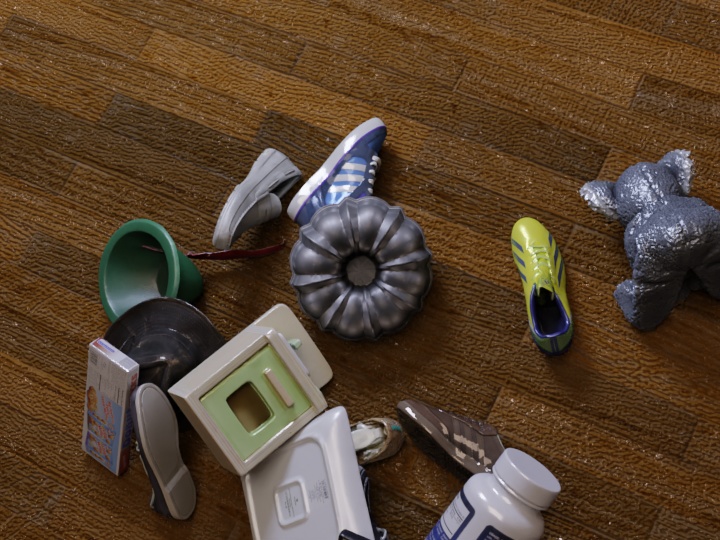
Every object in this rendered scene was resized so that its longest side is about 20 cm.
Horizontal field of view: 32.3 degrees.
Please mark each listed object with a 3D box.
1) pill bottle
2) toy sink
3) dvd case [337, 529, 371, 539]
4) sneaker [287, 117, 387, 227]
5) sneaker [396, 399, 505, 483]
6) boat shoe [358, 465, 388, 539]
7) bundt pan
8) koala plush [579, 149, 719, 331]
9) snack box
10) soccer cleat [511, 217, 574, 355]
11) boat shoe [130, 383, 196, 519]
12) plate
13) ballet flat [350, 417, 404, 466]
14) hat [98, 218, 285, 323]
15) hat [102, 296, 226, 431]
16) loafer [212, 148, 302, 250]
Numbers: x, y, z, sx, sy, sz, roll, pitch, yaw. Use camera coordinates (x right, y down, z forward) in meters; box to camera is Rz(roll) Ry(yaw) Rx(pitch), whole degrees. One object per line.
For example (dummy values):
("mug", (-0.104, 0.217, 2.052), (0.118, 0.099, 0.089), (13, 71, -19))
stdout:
("pill bottle", (0.153, 0.318, 1.505), (0.111, 0.111, 0.200), (40, 106, 23))
("toy sink", (-0.126, 0.150, 1.620), (0.200, 0.112, 0.131), (-37, 102, -18))
("dvd case", (0.024, 0.418, 1.504), (0.142, 0.201, 0.018), (20, 30, 16))
("sneaker", (0.009, -0.103, 1.760), (0.146, 0.081, 0.200), (40, 76, 12))
("sneaker", (0.138, 0.224, 1.615), (0.200, 0.071, 0.076), (39, 64, 17))
("boat shoe", (0.006, 0.350, 1.581), (0.067, 0.072, 0.201), (0, 73, 11))
("bundt pan", (0.000, 0.000, 1.672), (0.200, 0.076, 0.203), (0, 94, 1))
("koala plush", (0.391, -0.064, 1.616), (0.176, 0.184, 0.201), (-20, 54, 3))
("snack box", (-0.336, 0.185, 1.665), (0.072, 0.201, 0.024), (31, 41, 21))
("soccer cleat", (0.243, 0.014, 1.653), (0.064, 0.084, 0.201), (-13, 67, 8))
("boat shoe", (-0.275, 0.240, 1.639), (0.062, 0.201, 0.073), (-1, 26, 29))
("plate", (-0.079, 0.296, 1.588), (0.199, 0.032, 0.201), (-27, 65, 34))
("ballet flat", (-0.040, 0.241, 1.637), (0.199, 0.065, 0.071), (-26, 68, 2))
("hat", (-0.250, 0.016, 1.797), (0.199, 0.176, 0.167), (13, 95, 40))
("hat", (-0.277, 0.137, 1.671), (0.199, 0.081, 0.202), (3, 103, 14))
("loafer", (-0.145, -0.097, 1.760), (0.070, 0.070, 0.200), (29, 51, 2))
